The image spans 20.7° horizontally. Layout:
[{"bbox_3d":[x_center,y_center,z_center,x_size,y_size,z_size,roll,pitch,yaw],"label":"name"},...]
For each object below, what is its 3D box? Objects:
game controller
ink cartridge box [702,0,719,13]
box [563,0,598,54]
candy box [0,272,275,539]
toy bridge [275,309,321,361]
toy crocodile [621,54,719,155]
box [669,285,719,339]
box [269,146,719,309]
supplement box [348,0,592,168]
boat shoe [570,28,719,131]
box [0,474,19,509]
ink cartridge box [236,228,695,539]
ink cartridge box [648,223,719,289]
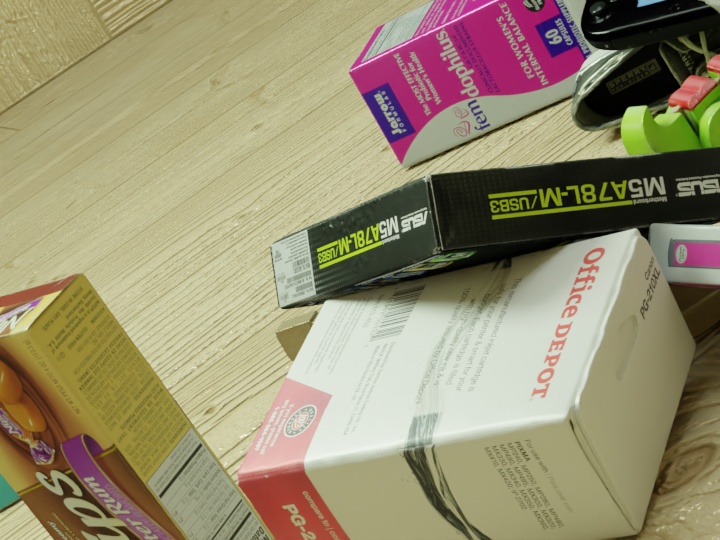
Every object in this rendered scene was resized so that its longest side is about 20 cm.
[{"bbox_3d":[0.248,-0.207,1.359,0.198,0.042,0.105,-11,48,28],"label":"game controller"},{"bbox_3d":[0.267,-0.222,1.267,0.198,0.057,0.164,12,67,9],"label":"ink cartridge box"},{"bbox_3d":[0.246,-0.290,1.530,0.199,0.200,0.172,-22,19,28],"label":"box"},{"bbox_3d":[-0.150,0.103,1.116,0.116,0.201,0.057,-13,28,44],"label":"candy box"},{"bbox_3d":[0.000,0.000,1.440,0.067,0.027,0.200,-20,21,28],"label":"toy bridge"},{"bbox_3d":[0.258,-0.126,1.294,0.199,0.062,0.067,-34,17,-9],"label":"toy crocodile"},{"bbox_3d":[0.119,0.040,1.138,0.199,0.021,0.164,-33,17,-1],"label":"box"},{"bbox_3d":[0.075,-0.022,1.098,0.191,0.048,0.200,-4,-7,-28],"label":"box"},{"bbox_3d":[0.105,-0.181,1.637,0.199,0.102,0.104,-23,19,28],"label":"supplement box"},{"bbox_3d":[0.239,-0.156,1.408,0.199,0.071,0.064,-31,15,28],"label":"boat shoe"},{"bbox_3d":[-0.312,0.164,1.479,0.199,0.049,0.082,-31,17,3],"label":"box"},{"bbox_3d":[0.057,0.070,1.005,0.199,0.085,0.145,-14,32,33],"label":"ink cartridge box"},{"bbox_3d":[0.235,-0.004,0.958,0.094,0.038,0.199,6,-3,-28],"label":"ink cartridge box"}]
